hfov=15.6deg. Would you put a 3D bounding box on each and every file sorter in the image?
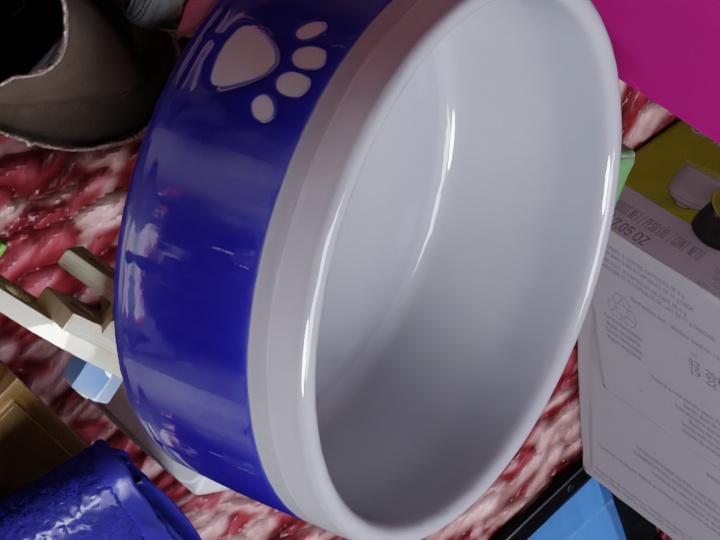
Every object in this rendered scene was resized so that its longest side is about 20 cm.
[{"bbox_3d":[0.162,-0.151,1.066,0.125,0.139,0.200,-46,147,-11],"label":"file sorter"}]

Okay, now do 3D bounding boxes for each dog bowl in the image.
[{"bbox_3d":[0.007,-0.013,0.888,0.200,0.079,0.201,-37,136,-46],"label":"dog bowl"}]

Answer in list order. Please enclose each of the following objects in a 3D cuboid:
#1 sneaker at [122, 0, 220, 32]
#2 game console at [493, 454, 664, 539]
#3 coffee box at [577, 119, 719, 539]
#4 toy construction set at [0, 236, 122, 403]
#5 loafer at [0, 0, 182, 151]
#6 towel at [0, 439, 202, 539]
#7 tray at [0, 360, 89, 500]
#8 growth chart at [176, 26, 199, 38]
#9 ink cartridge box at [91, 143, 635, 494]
[{"bbox_3d":[-0.083,-0.163,0.816,0.095,0.079,0.200,-6,126,-8],"label":"sneaker"},{"bbox_3d":[0.115,0.221,1.393,0.200,0.176,0.116,-41,174,-14],"label":"game console"},{"bbox_3d":[0.241,0.031,1.275,0.198,0.200,0.200,-35,140,-24],"label":"coffee box"},{"bbox_3d":[-0.146,0.061,0.896,0.200,0.131,0.092,-50,156,-7],"label":"toy construction set"},{"bbox_3d":[-0.121,-0.075,0.855,0.200,0.071,0.073,18,107,-56],"label":"loafer"},{"bbox_3d":[-0.149,0.149,0.998,0.200,0.050,0.148,-32,139,-2],"label":"towel"},{"bbox_3d":[-0.136,0.112,1.049,0.099,0.037,0.200,-47,146,-7],"label":"tray"},{"bbox_3d":[-0.028,-0.167,0.929,0.145,0.018,0.200,-37,144,-22],"label":"growth chart"},{"bbox_3d":[0.000,0.000,1.061,0.200,0.084,0.146,-4,123,-48],"label":"ink cartridge box"}]
